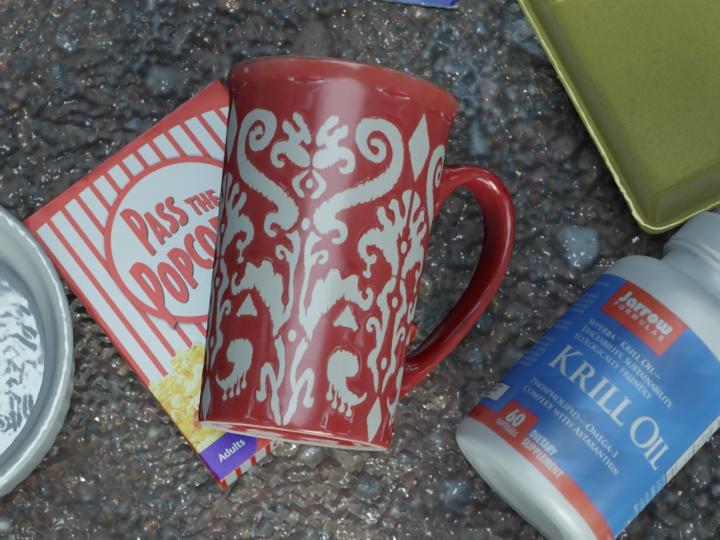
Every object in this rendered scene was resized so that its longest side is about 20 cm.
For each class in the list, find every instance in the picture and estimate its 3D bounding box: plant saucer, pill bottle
[{"bbox_3d":[0.217,-0.144,1.077,0.200,0.048,0.200,-26,79,-6],"label":"plant saucer"},{"bbox_3d":[0.160,0.062,0.997,0.112,0.112,0.200,43,80,8],"label":"pill bottle"}]

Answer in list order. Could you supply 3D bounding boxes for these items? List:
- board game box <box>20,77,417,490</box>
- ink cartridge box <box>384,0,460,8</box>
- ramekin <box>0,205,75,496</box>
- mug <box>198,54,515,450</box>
[{"bbox_3d":[-0.086,0.007,1.036,0.151,0.046,0.200,-38,81,-9],"label":"board game box"},{"bbox_3d":[-0.018,-0.281,1.106,0.196,0.043,0.201,6,76,0],"label":"ink cartridge box"},{"bbox_3d":[-0.262,0.053,0.996,0.200,0.098,0.201,0,78,-1],"label":"ramekin"},{"bbox_3d":[-0.003,-0.002,0.953,0.177,0.133,0.201,8,80,2],"label":"mug"}]
